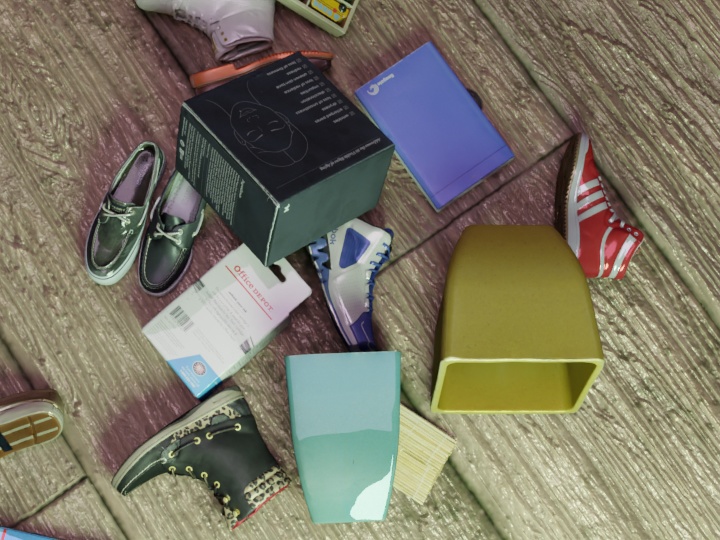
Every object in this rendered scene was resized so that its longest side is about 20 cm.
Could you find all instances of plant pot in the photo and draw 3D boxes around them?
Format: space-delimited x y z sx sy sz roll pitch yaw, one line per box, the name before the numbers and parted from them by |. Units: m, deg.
plant pot | 0.185 0.054 1.501 0.192 0.195 0.203 -1 65 -2
plant pot | -0.019 0.205 1.473 0.139 0.141 0.203 -2 85 -1

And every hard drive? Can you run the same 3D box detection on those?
hard drive | 0.100 -0.198 1.633 0.131 0.025 0.201 -34 80 -8

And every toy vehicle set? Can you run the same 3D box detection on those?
toy vehicle set | -0.084 -0.425 1.633 0.199 0.026 0.126 27 76 -25

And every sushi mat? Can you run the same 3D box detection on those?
sushi mat | 0.020 0.208 1.544 0.199 0.012 0.096 32 80 6

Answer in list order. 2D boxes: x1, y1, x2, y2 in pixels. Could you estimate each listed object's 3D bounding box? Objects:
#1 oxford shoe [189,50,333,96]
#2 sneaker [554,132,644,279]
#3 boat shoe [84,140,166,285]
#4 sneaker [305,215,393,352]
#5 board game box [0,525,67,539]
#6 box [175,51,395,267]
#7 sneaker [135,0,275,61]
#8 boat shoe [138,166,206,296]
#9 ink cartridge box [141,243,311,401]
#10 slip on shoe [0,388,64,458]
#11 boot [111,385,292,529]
oxford shoe | -0.129 -0.254 1.628 0.197 0.071 0.074 -13 97 0
sneaker | 0.320 -0.082 1.590 0.111 0.071 0.203 10 71 -6
boat shoe | -0.316 -0.082 1.572 0.071 0.071 0.202 17 78 2
sneaker | 0.000 -0.001 1.557 0.114 0.081 0.202 -19 77 -3
board game box | -0.400 0.406 1.476 0.197 0.037 0.153 12 77 2
box | -0.098 -0.145 1.514 0.199 0.125 0.197 -29 62 -32
sneaker | -0.214 -0.346 1.635 0.197 0.074 0.117 -2 74 -3
boat shoe | -0.246 -0.066 1.576 0.075 0.060 0.203 15 77 2
ink cartridge box | -0.169 0.059 1.545 0.200 0.068 0.116 -41 81 -9
slip on shoe | -0.472 0.198 1.513 0.198 0.077 0.061 -19 38 2
boot | -0.197 0.258 1.500 0.199 0.073 0.151 -34 80 -14
